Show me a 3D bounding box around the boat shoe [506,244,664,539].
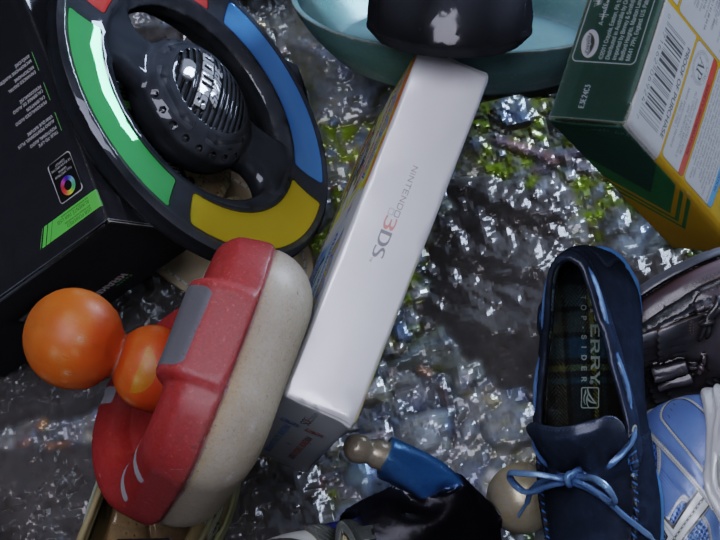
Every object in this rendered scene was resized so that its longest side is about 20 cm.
[{"bbox_3d":[0.111,0.087,1.240,0.084,0.069,0.201,-12,78,25],"label":"boat shoe"}]

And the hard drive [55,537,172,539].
[{"bbox_3d":[-0.160,0.240,1.227,0.139,0.038,0.201,-1,106,3],"label":"hard drive"}]

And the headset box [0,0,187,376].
[{"bbox_3d":[-0.200,-0.055,1.315,0.174,0.093,0.201,-32,70,27],"label":"headset box"}]

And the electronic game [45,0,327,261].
[{"bbox_3d":[-0.092,-0.091,1.283,0.042,0.199,0.201,-33,68,33],"label":"electronic game"}]

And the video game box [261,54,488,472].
[{"bbox_3d":[0.000,0.000,1.265,0.047,0.182,0.201,23,75,-6],"label":"video game box"}]

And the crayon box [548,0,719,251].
[{"bbox_3d":[0.183,-0.093,1.291,0.051,0.200,0.126,8,70,36],"label":"crayon box"}]

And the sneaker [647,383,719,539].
[{"bbox_3d":[0.188,0.162,1.264,0.077,0.076,0.201,-11,69,25],"label":"sneaker"}]

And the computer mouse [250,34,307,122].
[{"bbox_3d":[-0.078,-0.148,1.400,0.058,0.034,0.201,-21,71,-1],"label":"computer mouse"}]

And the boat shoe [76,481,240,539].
[{"bbox_3d":[-0.118,0.147,1.294,0.073,0.063,0.201,16,74,11],"label":"boat shoe"}]

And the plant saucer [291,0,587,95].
[{"bbox_3d":[0.060,-0.138,1.329,0.199,0.200,0.036,4,114,7],"label":"plant saucer"}]

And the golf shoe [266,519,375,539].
[{"bbox_3d":[-0.022,0.228,1.190,0.094,0.078,0.201,-8,61,-4],"label":"golf shoe"}]

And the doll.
[{"bbox_3d":[0.015,0.153,1.276,0.199,0.048,0.137,-21,98,-9],"label":"doll"}]

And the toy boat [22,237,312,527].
[{"bbox_3d":[-0.109,0.050,1.194,0.130,0.200,0.131,22,69,-5],"label":"toy boat"}]

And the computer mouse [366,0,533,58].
[{"bbox_3d":[0.043,-0.162,1.258,0.138,0.200,0.053,2,109,-2],"label":"computer mouse"}]

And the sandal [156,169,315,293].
[{"bbox_3d":[-0.119,-0.056,1.355,0.212,0.070,0.078,40,80,16],"label":"sandal"}]

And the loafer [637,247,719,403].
[{"bbox_3d":[0.210,0.025,1.290,0.199,0.072,0.063,-28,48,-7],"label":"loafer"}]
